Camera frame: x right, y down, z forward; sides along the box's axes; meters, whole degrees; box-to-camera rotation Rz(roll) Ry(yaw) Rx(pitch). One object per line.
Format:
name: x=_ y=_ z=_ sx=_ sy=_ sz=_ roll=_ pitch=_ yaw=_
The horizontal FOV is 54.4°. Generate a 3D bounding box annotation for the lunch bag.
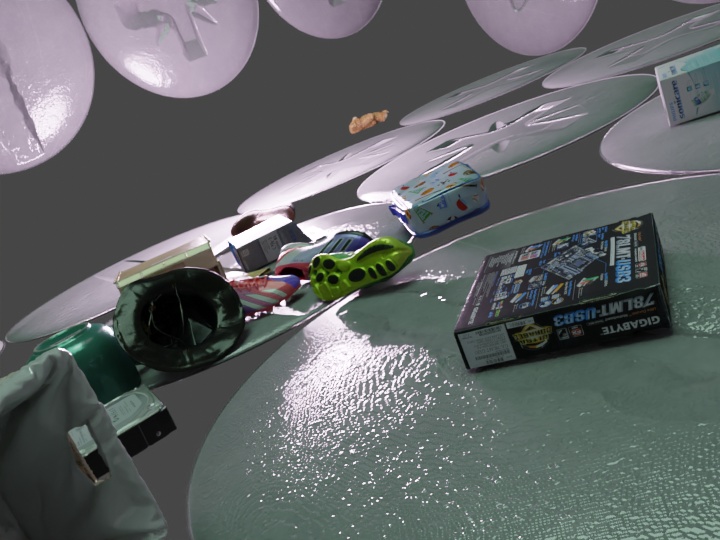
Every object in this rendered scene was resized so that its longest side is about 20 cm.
lunch bag: x=0.133 y=-0.124 z=1.237 sx=0.158 sy=0.077 sz=0.200 roll=-26 pitch=17 yaw=-1

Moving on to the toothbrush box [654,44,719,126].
toothbrush box: x=0.621 y=-0.335 z=1.208 sx=0.196 sy=0.087 sz=0.147 roll=-15 pitch=19 yaw=25

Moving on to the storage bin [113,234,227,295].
storage bin: x=-0.371 y=0.017 z=1.376 sx=0.197 sy=0.096 sz=0.198 roll=-25 pitch=13 yaw=-13

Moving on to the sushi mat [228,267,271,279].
sushi mat: x=-0.272 y=0.031 z=1.408 sx=0.197 sy=0.012 sz=0.096 roll=-11 pitch=22 yaw=38

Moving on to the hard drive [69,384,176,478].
hard drive: x=-0.335 y=0.217 z=0.860 sx=0.198 sy=0.038 sz=0.139 roll=-31 pitch=17 yaw=-23

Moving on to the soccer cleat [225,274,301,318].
soccer cleat: x=-0.196 y=0.040 z=1.156 sx=0.196 sy=0.078 sz=0.067 roll=-21 pitch=16 yaw=8

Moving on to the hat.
hat: x=-0.277 y=0.092 z=1.076 sx=0.196 sy=0.082 sz=0.204 roll=9 pitch=47 yaw=-9

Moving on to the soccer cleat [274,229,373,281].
soccer cleat: x=-0.062 y=-0.016 z=1.202 sx=0.196 sy=0.069 sz=0.074 roll=-9 pitch=44 yaw=29

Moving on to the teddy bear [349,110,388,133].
teddy bear: x=0.037 y=-0.688 z=3.186 sx=0.196 sy=0.068 sz=0.145 roll=-17 pitch=14 yaw=18

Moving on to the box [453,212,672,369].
box: x=0.209 y=0.016 z=0.722 sx=0.195 sy=0.051 sz=0.200 roll=-15 pitch=18 yaw=25

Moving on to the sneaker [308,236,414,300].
sneaker: x=0.000 y=0.000 z=1.060 sx=0.197 sy=0.076 sz=0.083 roll=-14 pitch=-7 yaw=39

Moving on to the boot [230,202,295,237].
boot: x=-0.247 y=-0.087 z=1.713 sx=0.184 sy=0.070 sz=0.201 roll=-13 pitch=25 yaw=7

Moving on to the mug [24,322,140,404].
mug: x=-0.422 y=0.144 z=1.068 sx=0.149 sy=0.116 sz=0.186 roll=-19 pitch=17 yaw=14

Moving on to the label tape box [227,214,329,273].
label tape box: x=-0.183 y=-0.074 z=1.529 sx=0.197 sy=0.064 sz=0.144 roll=-27 pitch=17 yaw=-13

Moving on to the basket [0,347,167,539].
basket: x=-0.291 y=0.205 z=0.544 sx=0.158 sy=0.202 sz=0.200 roll=-18 pitch=17 yaw=22
